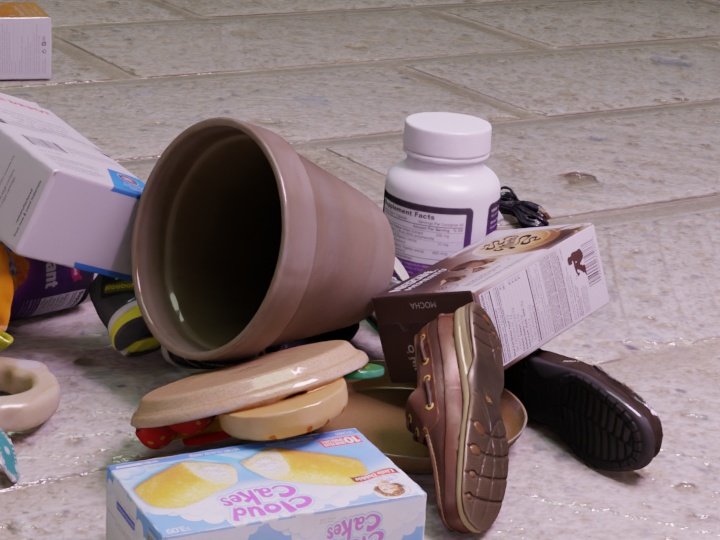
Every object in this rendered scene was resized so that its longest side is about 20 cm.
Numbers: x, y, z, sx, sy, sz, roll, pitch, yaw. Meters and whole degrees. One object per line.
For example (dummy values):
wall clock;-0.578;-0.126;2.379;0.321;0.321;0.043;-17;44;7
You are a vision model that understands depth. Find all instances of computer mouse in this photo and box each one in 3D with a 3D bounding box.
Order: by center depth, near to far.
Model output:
computer mouse;0.125;-0.064;1.942;0.199;0.044;0.110;-2;24;-34

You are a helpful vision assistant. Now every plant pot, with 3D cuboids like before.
plant pot;0.040;0.125;1.395;0.198;0.028;0.200;3;20;-1
plant pot;-0.069;-0.019;1.418;0.173;0.202;0.199;7;12;-44

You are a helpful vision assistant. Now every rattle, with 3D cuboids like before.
rattle;-0.297;0.071;1.317;0.129;0.144;0.200;23;12;-5

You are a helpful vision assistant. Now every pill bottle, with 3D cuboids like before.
pill bottle;-0.313;-0.014;1.587;0.199;0.112;0.111;-14;26;-42
pill bottle;0.076;-0.044;1.600;0.110;0.202;0.112;4;18;-1

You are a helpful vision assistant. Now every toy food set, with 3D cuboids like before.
toy food set;-0.080;0.098;1.296;0.199;0.049;0.198;-14;3;25

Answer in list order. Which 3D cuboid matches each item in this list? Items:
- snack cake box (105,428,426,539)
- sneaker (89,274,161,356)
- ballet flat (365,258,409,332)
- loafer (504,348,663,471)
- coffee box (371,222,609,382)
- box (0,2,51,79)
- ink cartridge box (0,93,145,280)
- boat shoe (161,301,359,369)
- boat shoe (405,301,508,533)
snack cake box;-0.067;0.175;1.163;0.199;0.068;0.115;-6;20;-27
sneaker;-0.161;0.011;1.542;0.199;0.075;0.085;-16;56;-44
ballet flat;0.000;0.000;1.567;0.067;0.064;0.200;31;6;-39
loafer;0.194;0.106;1.406;0.071;0.074;0.200;-9;23;-29
coffee box;0.117;0.027;1.461;0.112;0.080;0.199;-4;15;41
box;-0.578;-0.349;2.523;0.198;0.098;0.124;-4;21;-22
ink cartridge box;-0.291;-0.083;1.472;0.200;0.085;0.146;35;12;36
boat shoe;-0.088;0.053;1.504;0.200;0.072;0.060;-11;20;-43
boat shoe;0.072;0.118;1.290;0.067;0.072;0.201;-18;46;23
